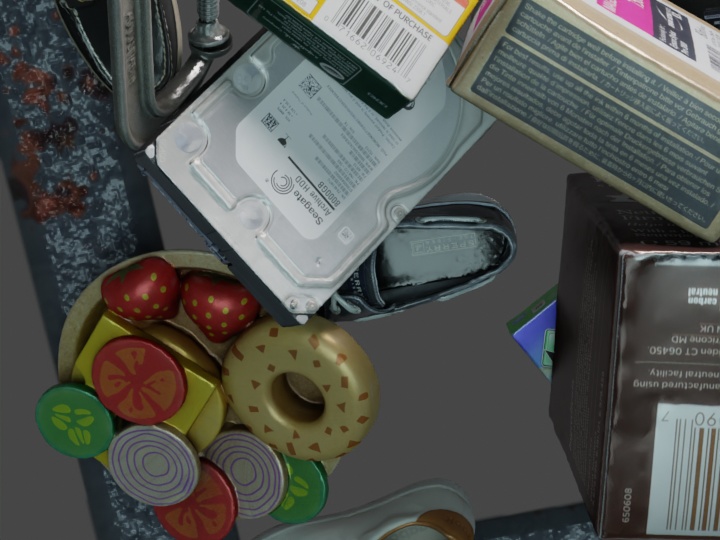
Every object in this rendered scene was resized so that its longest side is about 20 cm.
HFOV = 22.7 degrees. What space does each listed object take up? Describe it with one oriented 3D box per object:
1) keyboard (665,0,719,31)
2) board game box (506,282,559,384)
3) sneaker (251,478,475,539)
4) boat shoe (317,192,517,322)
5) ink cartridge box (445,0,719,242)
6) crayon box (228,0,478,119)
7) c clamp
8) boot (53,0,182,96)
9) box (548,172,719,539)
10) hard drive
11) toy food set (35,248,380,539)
[{"bbox_3d":[0.224,-0.169,1.085,0.199,0.021,0.128,-6,110,8],"label":"keyboard"},{"bbox_3d":[0.212,0.025,1.144,0.200,0.029,0.135,-39,103,8],"label":"board game box"},{"bbox_3d":[-0.019,0.199,1.155,0.200,0.085,0.073,-28,105,7],"label":"sneaker"},{"bbox_3d":[0.000,0.000,1.111,0.199,0.068,0.072,-9,105,2],"label":"boat shoe"},{"bbox_3d":[0.142,-0.111,0.998,0.164,0.200,0.075,31,111,-4],"label":"ink cartridge box"},{"bbox_3d":[0.024,-0.206,1.038,0.126,0.052,0.200,36,73,-10],"label":"crayon box"},{"bbox_3d":[-0.096,-0.171,1.020,0.027,0.171,0.201,19,131,14],"label":"c clamp"},{"bbox_3d":[-0.156,-0.182,1.016,0.073,0.151,0.201,-13,106,2],"label":"boot"},{"bbox_3d":[0.205,0.045,1.031,0.165,0.200,0.165,1,105,-3],"label":"box"},{"bbox_3d":[-0.019,-0.084,1.058,0.200,0.038,0.140,-46,103,-19],"label":"hard drive"},{"bbox_3d":[-0.098,0.081,1.115,0.200,0.049,0.198,31,120,-3],"label":"toy food set"}]
